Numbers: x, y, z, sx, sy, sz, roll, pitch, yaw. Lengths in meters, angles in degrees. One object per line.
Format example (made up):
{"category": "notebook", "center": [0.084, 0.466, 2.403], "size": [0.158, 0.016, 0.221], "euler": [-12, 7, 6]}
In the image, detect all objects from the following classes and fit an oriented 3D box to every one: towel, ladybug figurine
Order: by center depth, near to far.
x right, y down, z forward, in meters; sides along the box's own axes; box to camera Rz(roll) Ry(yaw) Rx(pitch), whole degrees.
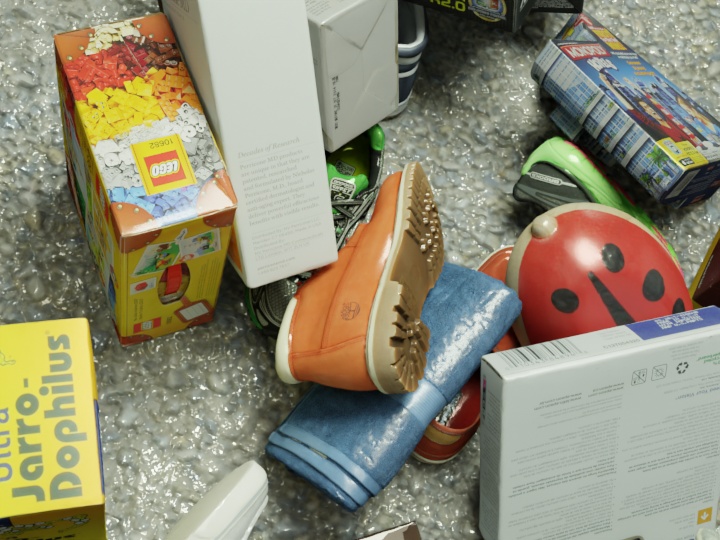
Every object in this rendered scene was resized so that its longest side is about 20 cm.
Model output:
{"category": "towel", "center": [0.024, 0.076, 0.759], "size": [0.200, 0.111, 0.049], "euler": [-48, 123, -18]}
{"category": "ladybug figurine", "center": [0.190, 0.034, 0.796], "size": [0.136, 0.072, 0.200], "euler": [-44, 118, 4]}

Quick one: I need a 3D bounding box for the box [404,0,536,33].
{"category": "box", "center": [0.093, -0.290, 0.846], "size": [0.159, 0.044, 0.201], "euler": [22, 59, 19]}

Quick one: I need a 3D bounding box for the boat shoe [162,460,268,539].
{"category": "boat shoe", "center": [-0.115, 0.223, 0.698], "size": [0.068, 0.072, 0.200], "euler": [42, 61, -10]}

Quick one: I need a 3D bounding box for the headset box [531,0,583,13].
{"category": "headset box", "center": [0.133, -0.329, 0.946], "size": [0.147, 0.075, 0.201], "euler": [5, 54, 9]}

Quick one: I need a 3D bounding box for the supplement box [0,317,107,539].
{"category": "supplement box", "center": [-0.215, 0.116, 0.643], "size": [0.109, 0.200, 0.110], "euler": [-6, 69, -15]}

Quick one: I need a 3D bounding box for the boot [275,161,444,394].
{"category": "boot", "center": [0.000, 0.000, 0.753], "size": [0.106, 0.075, 0.201], "euler": [-7, 44, 26]}

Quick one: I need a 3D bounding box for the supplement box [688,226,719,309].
{"category": "supplement box", "center": [0.410, -0.001, 0.840], "size": [0.197, 0.200, 0.133], "euler": [34, 64, 2]}

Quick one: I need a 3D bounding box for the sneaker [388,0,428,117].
{"category": "sneaker", "center": [-0.018, -0.233, 0.886], "size": [0.070, 0.109, 0.200], "euler": [-38, 80, -25]}

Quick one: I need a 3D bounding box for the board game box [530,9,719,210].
{"category": "board game box", "center": [0.219, -0.142, 0.892], "size": [0.200, 0.062, 0.199], "euler": [48, 31, 18]}

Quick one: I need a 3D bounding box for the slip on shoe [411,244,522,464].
{"category": "slip on shoe", "center": [0.096, 0.059, 0.818], "size": [0.074, 0.061, 0.201], "euler": [32, 63, 3]}

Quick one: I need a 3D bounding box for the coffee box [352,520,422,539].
{"category": "coffee box", "center": [0.009, 0.284, 0.692], "size": [0.113, 0.080, 0.201], "euler": [-12, 71, -18]}

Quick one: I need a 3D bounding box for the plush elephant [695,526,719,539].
{"category": "plush elephant", "center": [0.248, 0.263, 0.709], "size": [0.164, 0.155, 0.201], "euler": [32, 69, 1]}

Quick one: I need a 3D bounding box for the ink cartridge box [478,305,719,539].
{"category": "ink cartridge box", "center": [0.182, 0.138, 0.773], "size": [0.195, 0.202, 0.043], "euler": [-10, 27, -18]}

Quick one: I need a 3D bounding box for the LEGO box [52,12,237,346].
{"category": "LEGO box", "center": [-0.153, -0.055, 0.730], "size": [0.077, 0.200, 0.150], "euler": [-16, 71, -19]}

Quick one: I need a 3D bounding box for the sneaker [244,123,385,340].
{"category": "sneaker", "center": [-0.035, -0.037, 0.814], "size": [0.077, 0.085, 0.201], "euler": [19, 65, -4]}

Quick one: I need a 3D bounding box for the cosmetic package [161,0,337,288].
{"category": "cosmetic package", "center": [-0.075, -0.103, 0.702], "size": [0.071, 0.201, 0.101], "euler": [-17, 31, -18]}

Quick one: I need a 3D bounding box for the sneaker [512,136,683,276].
{"category": "sneaker", "center": [0.205, -0.021, 0.880], "size": [0.200, 0.084, 0.077], "euler": [49, 22, -3]}

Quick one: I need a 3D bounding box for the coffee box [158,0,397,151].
{"category": "coffee box", "center": [-0.068, -0.194, 0.806], "size": [0.080, 0.115, 0.200], "euler": [-36, 55, -29]}
